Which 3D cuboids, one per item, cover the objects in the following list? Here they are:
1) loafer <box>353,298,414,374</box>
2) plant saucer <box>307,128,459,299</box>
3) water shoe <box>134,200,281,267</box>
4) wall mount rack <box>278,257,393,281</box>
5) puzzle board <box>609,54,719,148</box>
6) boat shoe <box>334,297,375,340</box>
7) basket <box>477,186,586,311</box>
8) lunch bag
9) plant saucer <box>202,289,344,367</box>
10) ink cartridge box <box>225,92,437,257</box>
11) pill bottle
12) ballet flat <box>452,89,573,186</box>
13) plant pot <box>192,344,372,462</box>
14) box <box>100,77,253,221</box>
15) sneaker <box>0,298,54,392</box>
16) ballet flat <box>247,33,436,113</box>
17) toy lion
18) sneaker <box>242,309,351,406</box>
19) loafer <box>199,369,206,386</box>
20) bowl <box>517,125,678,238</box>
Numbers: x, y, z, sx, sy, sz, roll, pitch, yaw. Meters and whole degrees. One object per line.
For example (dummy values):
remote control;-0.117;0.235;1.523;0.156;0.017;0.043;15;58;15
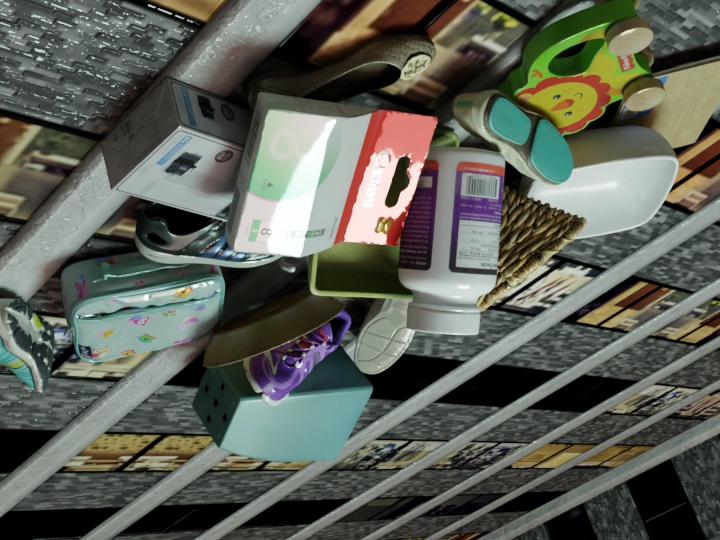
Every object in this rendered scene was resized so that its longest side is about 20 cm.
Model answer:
loafer;0.049;0.053;1.466;0.071;0.063;0.201;22;113;-8
plant saucer;0.018;-0.071;1.196;0.199;0.201;0.048;4;-176;-40
water shoe;-0.157;-0.049;1.199;0.199;0.072;0.079;-6;149;-26
wall mount rack;0.000;0.000;1.331;0.173;0.075;0.200;8;166;28
puzzle board;0.386;-0.204;1.327;0.150;0.018;0.200;-15;156;-8
boat shoe;0.012;0.065;1.532;0.072;0.073;0.199;-34;150;29
basket;0.175;-0.002;1.317;0.148;0.144;0.200;22;160;-5
lunch bag;-0.268;0.038;1.281;0.199;0.077;0.161;-12;154;-19
plant saucer;-0.118;0.068;1.356;0.199;0.036;0.200;-21;-173;3
ink cartridge box;-0.025;-0.089;1.062;0.199;0.050;0.162;5;121;-21
pill bottle;0.099;-0.033;1.161;0.110;0.202;0.111;5;-179;0
ballet flat;0.173;-0.154;1.183;0.062;0.068;0.200;14;170;42
plant pot;-0.118;0.175;1.448;0.199;0.141;0.142;1;126;-41
box;-0.152;-0.116;1.085;0.116;0.060;0.199;-35;150;29
sneaker;-0.434;0.089;1.300;0.079;0.078;0.200;0;149;5
ballet flat;-0.016;-0.189;1.052;0.199;0.047;0.068;-15;152;-7
toy lion;0.235;-0.215;1.171;0.190;0.069;0.200;-18;155;15
sneaker;-0.079;0.099;1.362;0.083;0.081;0.200;-34;-174;38
loafer;-0.152;0.131;1.576;0.199;0.073;0.072;-22;-166;-11
bowl;0.295;-0.117;1.348;0.198;0.075;0.200;-7;156;-2
